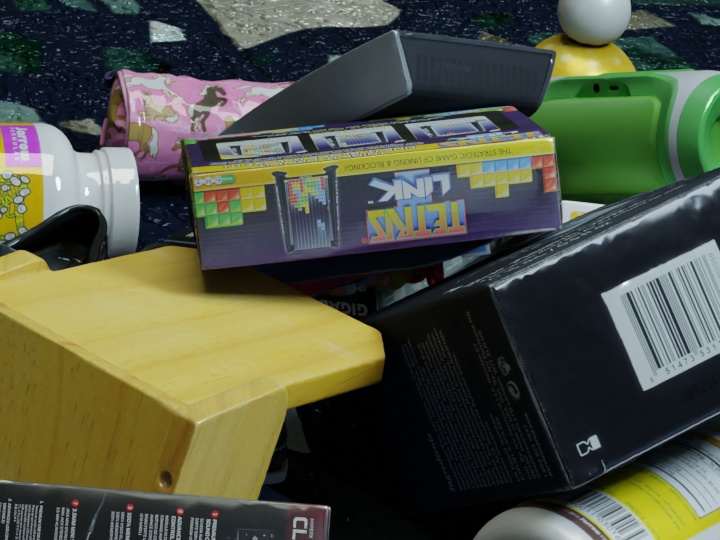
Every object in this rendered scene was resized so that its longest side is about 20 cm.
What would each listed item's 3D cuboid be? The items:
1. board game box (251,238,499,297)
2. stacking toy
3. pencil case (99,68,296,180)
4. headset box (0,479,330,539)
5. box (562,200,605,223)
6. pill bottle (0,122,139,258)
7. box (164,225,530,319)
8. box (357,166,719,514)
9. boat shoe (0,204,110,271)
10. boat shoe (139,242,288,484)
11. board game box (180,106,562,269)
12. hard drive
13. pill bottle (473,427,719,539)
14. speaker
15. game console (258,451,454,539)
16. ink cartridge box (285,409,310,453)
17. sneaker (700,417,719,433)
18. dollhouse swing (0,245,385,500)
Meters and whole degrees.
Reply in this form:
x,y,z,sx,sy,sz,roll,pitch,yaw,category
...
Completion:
x,y,z,sx,sy,sz,roll,pitch,yaw,category
0.000,0.000,1.744,0.199,0.039,0.158,-8,14,15,board game box
0.140,-0.107,2.005,0.145,0.201,0.146,5,27,-3,stacking toy
-0.077,-0.096,2.062,0.199,0.083,0.087,0,47,-14,pencil case
-0.099,0.181,1.414,0.199,0.150,0.077,4,-12,-6,headset box
0.207,0.024,1.829,0.199,0.113,0.101,7,-1,0,box
-0.242,-0.041,1.881,0.199,0.105,0.104,-1,27,-16,pill bottle
-0.006,-0.021,1.925,0.158,0.046,0.200,6,20,31,box
0.123,0.036,1.623,0.196,0.118,0.200,-24,2,-26,box
-0.196,0.013,1.692,0.074,0.066,0.199,26,28,22,boat shoe
-0.092,0.051,1.713,0.075,0.061,0.200,5,26,-35,boat shoe
0.002,-0.048,1.683,0.199,0.057,0.165,-6,11,-3,board game box
0.015,-0.091,1.830,0.134,0.043,0.200,4,-19,-35,hard drive
0.153,0.150,1.598,0.109,0.110,0.200,27,32,35,pill bottle
0.168,-0.079,1.862,0.088,0.089,0.200,-13,9,-35,speaker
-0.057,0.159,1.614,0.176,0.031,0.200,22,30,27,game console
-0.140,0.061,1.792,0.199,0.050,0.161,19,22,-20,ink cartridge box
0.263,0.124,1.722,0.199,0.072,0.083,18,29,20,sneaker
-0.113,0.090,1.593,0.200,0.182,0.176,25,11,36,dollhouse swing
